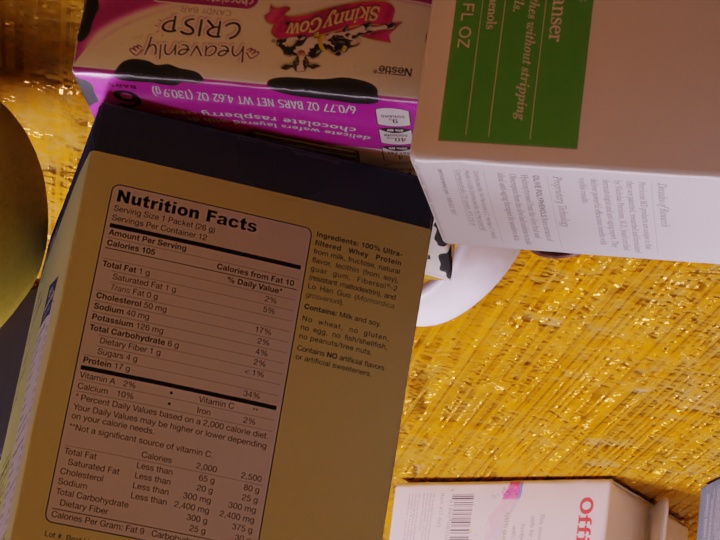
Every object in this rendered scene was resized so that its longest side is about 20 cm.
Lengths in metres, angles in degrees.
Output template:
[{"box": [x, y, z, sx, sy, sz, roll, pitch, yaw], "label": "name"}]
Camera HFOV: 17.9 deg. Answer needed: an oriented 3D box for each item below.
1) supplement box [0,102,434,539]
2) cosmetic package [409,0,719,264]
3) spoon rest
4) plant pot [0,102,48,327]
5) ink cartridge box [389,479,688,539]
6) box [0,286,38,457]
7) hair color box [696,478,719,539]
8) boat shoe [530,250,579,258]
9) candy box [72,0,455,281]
[{"box": [-0.070, 0.069, 0.910, 0.134, 0.200, 0.200, 13, 162, -10], "label": "supplement box"}, {"box": [0.126, -0.063, 0.773, 0.199, 0.108, 0.085, 3, 160, 12], "label": "cosmetic package"}, {"box": [0.000, 0.000, 1.092, 0.099, 0.061, 0.200, 22, 157, -35], "label": "spoon rest"}, {"box": [-0.218, -0.020, 0.969, 0.200, 0.201, 0.142, -10, 180, 44], "label": "plant pot"}, {"box": [0.131, 0.223, 1.592, 0.200, 0.129, 0.125, -3, 159, 33], "label": "ink cartridge box"}, {"box": [-0.144, 0.092, 1.358, 0.200, 0.107, 0.148, 22, 158, -37], "label": "box"}, {"box": [0.291, 0.153, 1.421, 0.099, 0.061, 0.200, 12, 162, -10], "label": "hair color box"}, {"box": [0.149, -0.044, 0.882, 0.200, 0.071, 0.070, -11, 153, 42], "label": "boat shoe"}, {"box": [-0.029, -0.060, 0.924, 0.136, 0.061, 0.200, 5, 162, 7], "label": "candy box"}]
